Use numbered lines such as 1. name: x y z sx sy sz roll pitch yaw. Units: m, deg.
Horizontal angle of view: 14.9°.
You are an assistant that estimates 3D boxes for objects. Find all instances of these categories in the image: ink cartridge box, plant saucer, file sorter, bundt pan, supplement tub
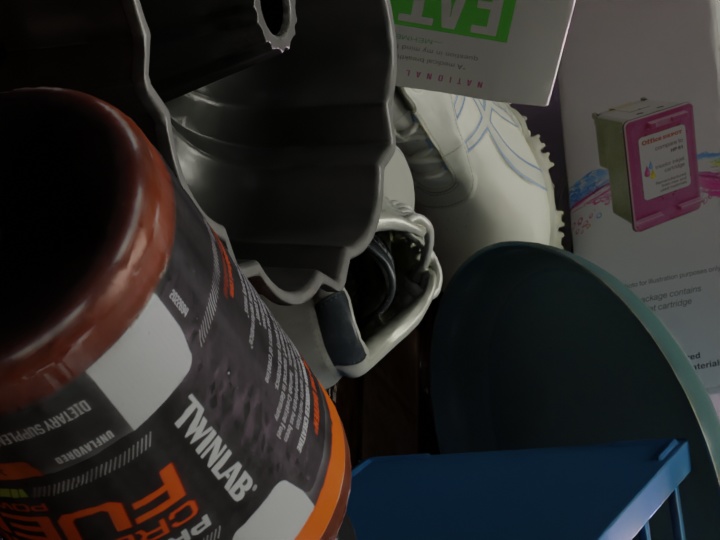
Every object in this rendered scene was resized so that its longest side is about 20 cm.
1. ink cartridge box: 0.156 -0.019 1.267 0.144 0.084 0.201 36 47 -59
2. plant saucer: 0.098 0.081 1.153 0.027 0.200 0.201 -19 102 -29
3. file sorter: 0.039 0.149 1.011 0.200 0.138 0.124 -30 112 -66
4. bundt pan: -0.061 -0.085 0.926 0.202 0.075 0.203 -6 90 -66
5. supplement tub: -0.068 0.044 0.821 0.200 0.106 0.107 56 31 -47

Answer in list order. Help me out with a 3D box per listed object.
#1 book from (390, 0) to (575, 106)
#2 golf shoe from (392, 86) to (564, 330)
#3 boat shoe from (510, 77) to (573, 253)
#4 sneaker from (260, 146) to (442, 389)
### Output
1. book: 0.026 -0.154 1.008 0.201 0.133 0.048 100 2 -46
2. golf shoe: 0.024 -0.065 1.195 0.097 0.078 0.201 -19 94 -52
3. boat shoe: 0.083 -0.021 1.315 0.070 0.070 0.201 70 22 -56
4. sneaker: 0.000 0.000 1.071 0.200 0.070 0.073 -59 136 -60
